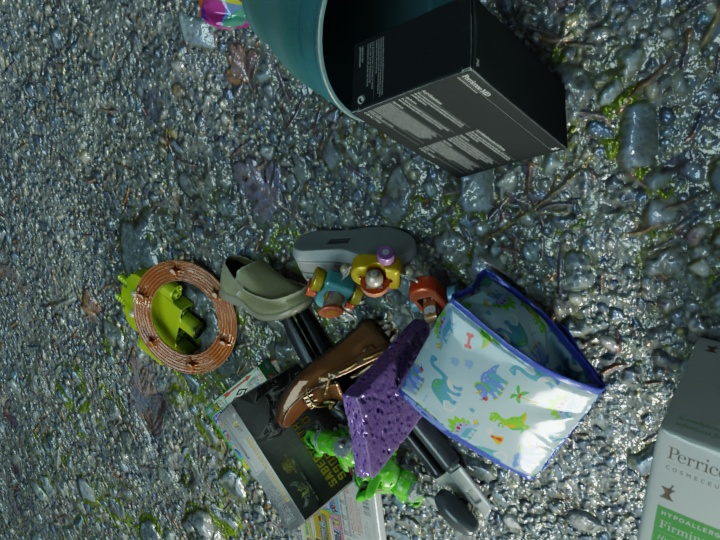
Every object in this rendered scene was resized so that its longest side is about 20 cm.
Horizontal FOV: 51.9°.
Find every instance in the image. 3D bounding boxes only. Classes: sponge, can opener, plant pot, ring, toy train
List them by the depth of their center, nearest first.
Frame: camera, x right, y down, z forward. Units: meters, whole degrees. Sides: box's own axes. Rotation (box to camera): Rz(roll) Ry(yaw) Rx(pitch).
[{"bbox_3d":[-0.029,-0.290,0.806,0.186,0.197,0.205,31,128,37],"label":"plant pot"},{"bbox_3d":[0.022,0.041,0.946,0.195,0.057,0.151,-12,139,29],"label":"toy train"},{"bbox_3d":[0.044,0.160,0.952,0.029,0.199,0.115,2,114,32],"label":"sponge"},{"bbox_3d":[0.107,0.279,1.049,0.201,0.067,0.053,50,130,6],"label":"can opener"},{"bbox_3d":[-0.061,0.144,1.112,0.078,0.063,0.203,-30,92,39],"label":"can opener"},{"bbox_3d":[-0.300,0.082,1.248,0.194,0.019,0.207,5,108,14],"label":"ring"}]

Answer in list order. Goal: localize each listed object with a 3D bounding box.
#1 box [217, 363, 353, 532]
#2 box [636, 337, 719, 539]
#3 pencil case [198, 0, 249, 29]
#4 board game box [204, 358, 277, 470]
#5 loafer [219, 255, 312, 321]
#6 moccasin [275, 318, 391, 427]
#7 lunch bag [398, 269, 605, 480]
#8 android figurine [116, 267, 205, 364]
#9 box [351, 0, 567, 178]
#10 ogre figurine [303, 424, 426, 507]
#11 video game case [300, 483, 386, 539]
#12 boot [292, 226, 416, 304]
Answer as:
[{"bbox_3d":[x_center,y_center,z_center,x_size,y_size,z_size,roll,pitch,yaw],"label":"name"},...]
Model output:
[{"bbox_3d":[-0.101,0.262,1.123,0.048,0.157,0.202,-43,77,37],"label":"box"},{"bbox_3d":[0.393,0.202,0.712,0.195,0.199,0.176,15,118,31],"label":"box"},{"bbox_3d":[-0.150,-0.402,0.907,0.087,0.088,0.204,30,128,20],"label":"pencil case"},{"bbox_3d":[-0.179,0.253,1.275,0.136,0.029,0.199,54,131,4],"label":"board game box"},{"bbox_3d":[-0.150,0.022,1.103,0.197,0.075,0.070,11,119,42],"label":"loafer"},{"bbox_3d":[-0.037,0.158,1.046,0.199,0.074,0.078,-37,71,1],"label":"moccasin"},{"bbox_3d":[0.172,0.131,0.891,0.199,0.126,0.173,39,129,19],"label":"lunch bag"},{"bbox_3d":[-0.362,0.078,1.321,0.198,0.041,0.185,34,128,17],"label":"android figurine"},{"bbox_3d":[0.104,-0.173,0.745,0.138,0.198,0.081,-7,72,39],"label":"box"},{"bbox_3d":[0.017,0.285,1.067,0.201,0.098,0.120,51,161,-1],"label":"ogre figurine"},{"bbox_3d":[-0.037,0.407,1.247,0.178,0.022,0.206,8,117,33],"label":"video game case"},{"bbox_3d":[0.000,0.000,1.005,0.196,0.074,0.098,5,127,38],"label":"boot"}]
